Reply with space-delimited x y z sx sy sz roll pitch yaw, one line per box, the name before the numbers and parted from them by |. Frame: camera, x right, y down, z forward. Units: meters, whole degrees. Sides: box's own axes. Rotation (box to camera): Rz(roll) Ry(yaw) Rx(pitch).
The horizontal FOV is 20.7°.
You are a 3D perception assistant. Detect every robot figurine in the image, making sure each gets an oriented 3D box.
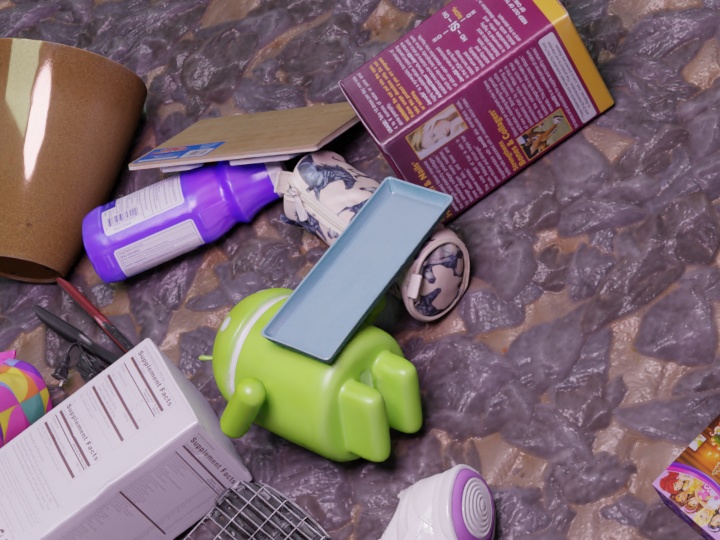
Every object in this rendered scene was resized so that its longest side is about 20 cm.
robot figurine | -0.042 0.087 1.660 0.199 0.116 0.175 24 49 36

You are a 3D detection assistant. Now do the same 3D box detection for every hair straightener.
hair straightener | -0.246 0.085 1.829 0.077 0.041 0.200 -46 54 -7

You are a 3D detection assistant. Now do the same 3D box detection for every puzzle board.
puzzle board | -0.098 -0.123 1.846 0.198 0.018 0.151 -5 18 26

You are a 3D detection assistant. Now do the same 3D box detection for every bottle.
bottle | -0.161 -0.056 1.848 0.198 0.066 0.084 -23 26 4

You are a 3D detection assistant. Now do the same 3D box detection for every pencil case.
pencil case | 0.012 -0.032 1.733 0.089 0.078 0.200 -12 36 -39
pencil case | -0.353 0.138 1.750 0.088 0.089 0.200 -9 11 22

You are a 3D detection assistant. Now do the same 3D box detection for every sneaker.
sneaker | 0.051 0.254 1.542 0.099 0.075 0.202 -16 50 41

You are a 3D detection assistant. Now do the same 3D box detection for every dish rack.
dish rack | -0.111 0.275 1.613 0.200 0.055 0.153 -47 51 -10

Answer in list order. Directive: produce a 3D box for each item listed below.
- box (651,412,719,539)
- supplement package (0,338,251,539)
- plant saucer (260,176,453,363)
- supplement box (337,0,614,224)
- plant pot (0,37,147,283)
box | 0.331 0.173 1.454 0.137 0.039 0.200 -45 50 -5
supplement package | -0.214 0.177 1.683 0.199 0.114 0.110 -36 50 0
plant saucer | 0.000 0.000 1.635 0.069 0.019 0.200 18 52 29
supplement box | 0.103 -0.156 1.741 0.199 0.131 0.103 -34 48 2
plant pot | -0.315 -0.097 1.909 0.185 0.186 0.202 1 73 28
